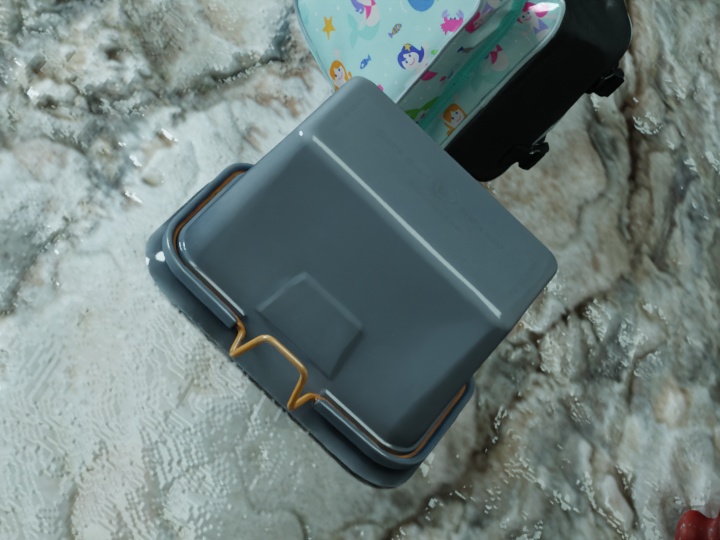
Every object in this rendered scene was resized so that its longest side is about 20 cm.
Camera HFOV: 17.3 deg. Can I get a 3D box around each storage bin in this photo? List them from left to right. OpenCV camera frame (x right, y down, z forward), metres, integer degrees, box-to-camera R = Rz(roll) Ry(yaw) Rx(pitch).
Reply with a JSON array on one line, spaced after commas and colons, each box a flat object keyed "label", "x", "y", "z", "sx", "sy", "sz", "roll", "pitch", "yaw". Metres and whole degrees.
[{"label": "storage bin", "x": 0.000, "y": 0.000, "z": 1.303, "sx": 0.200, "sy": 0.134, "sz": 0.146, "roll": 43, "pitch": 39, "yaw": 0}]

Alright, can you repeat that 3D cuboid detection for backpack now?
[{"label": "backpack", "x": 0.050, "y": -0.174, "z": 1.469, "sx": 0.151, "sy": 0.178, "sz": 0.200, "roll": 10, "pitch": 46, "yaw": -41}]

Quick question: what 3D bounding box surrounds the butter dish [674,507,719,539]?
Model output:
[{"label": "butter dish", "x": 0.258, "y": 0.163, "z": 1.384, "sx": 0.200, "sy": 0.148, "sz": 0.200, "roll": -69, "pitch": 151, "yaw": -48}]
